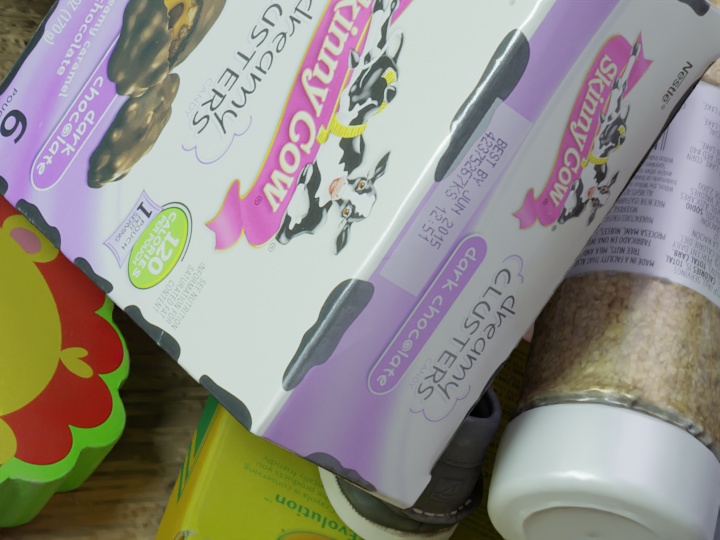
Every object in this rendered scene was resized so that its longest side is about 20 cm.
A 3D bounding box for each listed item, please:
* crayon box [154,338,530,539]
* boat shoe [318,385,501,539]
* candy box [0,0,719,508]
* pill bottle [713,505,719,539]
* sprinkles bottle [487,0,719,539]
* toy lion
[{"bbox_3d":[0.003,0.082,0.664,0.127,0.051,0.200,27,35,-6],"label":"crayon box"},{"bbox_3d":[0.000,0.000,0.667,0.067,0.057,0.200,5,43,-30],"label":"boat shoe"},{"bbox_3d":[-0.014,-0.053,0.608,0.072,0.168,0.200,31,4,-43],"label":"candy box"},{"bbox_3d":[0.179,0.108,0.681,0.200,0.114,0.114,30,32,-30],"label":"pill bottle"},{"bbox_3d":[0.093,-0.003,0.640,0.068,0.068,0.200,23,59,-12],"label":"sprinkles bottle"},{"bbox_3d":[-0.164,0.022,0.611,0.192,0.069,0.200,31,35,-14],"label":"toy lion"}]
